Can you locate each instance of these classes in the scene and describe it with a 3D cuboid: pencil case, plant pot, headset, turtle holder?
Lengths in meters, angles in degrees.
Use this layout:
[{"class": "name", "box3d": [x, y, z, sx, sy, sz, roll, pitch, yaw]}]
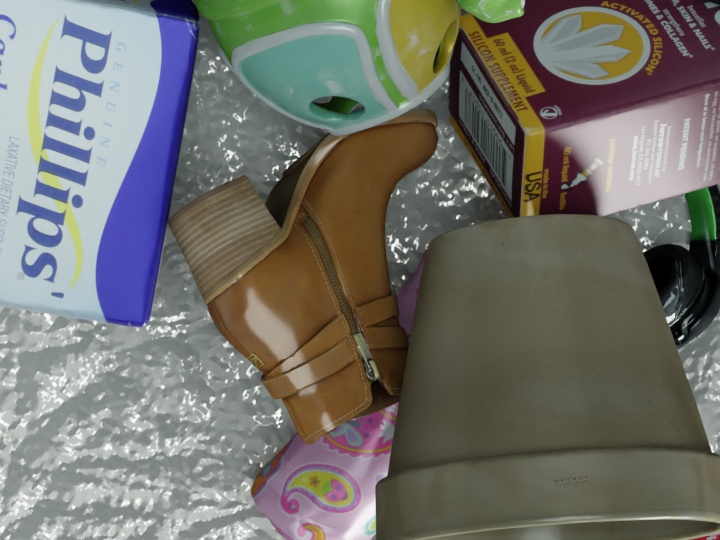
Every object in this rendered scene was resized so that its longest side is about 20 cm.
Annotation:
[{"class": "pencil case", "box3d": [0.020, 0.083, 1.646, 0.087, 0.087, 0.200, 37, 92, -12]}, {"class": "plant pot", "box3d": [0.100, 0.065, 1.526, 0.199, 0.200, 0.174, -3, 80, -6]}, {"class": "headset", "box3d": [0.167, 0.015, 1.632, 0.123, 0.094, 0.201, 12, 84, -33]}, {"class": "turtle holder", "box3d": [0.004, -0.158, 1.538, 0.185, 0.141, 0.132, -24, 107, 14]}]

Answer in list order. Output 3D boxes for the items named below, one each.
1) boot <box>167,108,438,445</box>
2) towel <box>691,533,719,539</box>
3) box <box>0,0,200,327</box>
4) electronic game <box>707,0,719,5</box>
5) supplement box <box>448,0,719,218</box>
[{"class": "boot", "box3d": [0.000, 0.000, 1.584, 0.200, 0.077, 0.156, -27, 83, -41]}, {"class": "towel", "box3d": [0.137, 0.156, 1.654, 0.145, 0.022, 0.200, -41, 72, -3]}, {"class": "box", "box3d": [-0.204, -0.080, 1.579, 0.199, 0.105, 0.185, 9, 99, -9]}, {"class": "electronic game", "box3d": [0.235, -0.238, 1.595, 0.199, 0.042, 0.201, 1, 66, -2]}, {"class": "supplement box", "box3d": [0.163, -0.107, 1.587, 0.199, 0.111, 0.086, -16, 138, -15]}]
